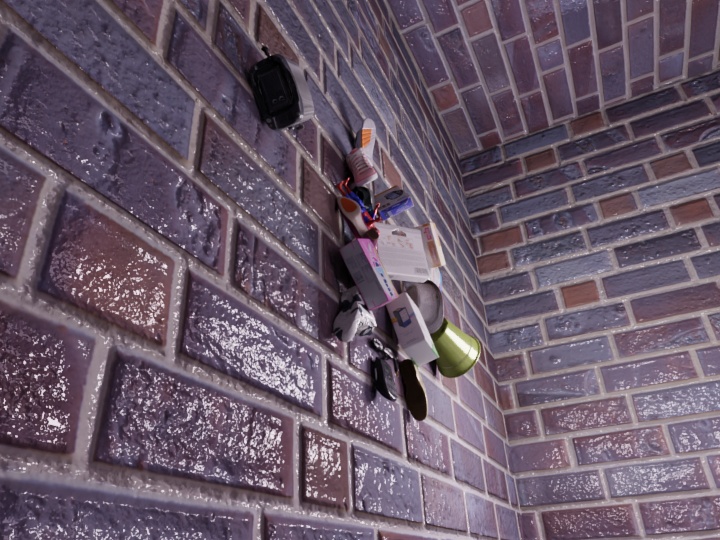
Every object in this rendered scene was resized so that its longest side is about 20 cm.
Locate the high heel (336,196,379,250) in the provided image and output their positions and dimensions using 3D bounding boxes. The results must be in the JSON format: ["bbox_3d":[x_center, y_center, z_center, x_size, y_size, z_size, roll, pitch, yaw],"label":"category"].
[{"bbox_3d":[-0.017,-0.131,1.638,0.201,0.067,0.097,55,-27,25],"label":"high heel"}]

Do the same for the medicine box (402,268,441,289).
[{"bbox_3d":[0.242,0.022,2.145,0.183,0.102,0.201,-78,147,-51],"label":"medicine box"}]

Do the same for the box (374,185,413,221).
[{"bbox_3d":[0.103,-0.228,1.844,0.042,0.118,0.200,65,-1,-26],"label":"box"}]

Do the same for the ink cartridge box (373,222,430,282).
[{"bbox_3d":[0.123,-0.056,1.754,0.198,0.045,0.178,7,63,-33],"label":"ink cartridge box"}]

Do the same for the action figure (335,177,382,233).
[{"bbox_3d":[0.017,-0.200,1.667,0.201,0.098,0.065,58,38,-7],"label":"action figure"}]

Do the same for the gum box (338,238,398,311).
[{"bbox_3d":[0.023,0.004,1.513,0.202,0.066,0.113,63,18,6],"label":"gum box"}]

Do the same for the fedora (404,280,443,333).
[{"bbox_3d":[0.215,0.126,1.972,0.090,0.176,0.203,10,72,-34],"label":"fedora"}]

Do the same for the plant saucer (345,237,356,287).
[{"bbox_3d":[0.000,0.000,1.643,0.200,0.032,0.203,-16,90,-70],"label":"plant saucer"}]

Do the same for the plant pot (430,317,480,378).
[{"bbox_3d":[0.335,0.283,2.126,0.190,0.199,0.201,46,33,-28],"label":"plant pot"}]

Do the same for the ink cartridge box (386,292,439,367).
[{"bbox_3d":[0.170,0.194,1.799,0.146,0.087,0.201,51,16,-48],"label":"ink cartridge box"}]

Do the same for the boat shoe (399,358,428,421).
[{"bbox_3d":[0.183,0.390,1.787,0.065,0.072,0.202,18,54,-64],"label":"boat shoe"}]

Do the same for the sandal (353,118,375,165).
[{"bbox_3d":[0.006,-0.439,1.942,0.079,0.059,0.209,2,94,-51],"label":"sandal"}]

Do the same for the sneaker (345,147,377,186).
[{"bbox_3d":[-0.003,-0.341,1.774,0.200,0.075,0.105,-111,176,-70],"label":"sneaker"}]

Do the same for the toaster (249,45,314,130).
[{"bbox_3d":[-0.194,-0.448,1.355,0.129,0.113,0.202,-45,115,-71],"label":"toaster"}]

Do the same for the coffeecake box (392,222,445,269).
[{"bbox_3d":[0.182,-0.067,1.916,0.073,0.198,0.155,-11,86,-69],"label":"coffeecake box"}]

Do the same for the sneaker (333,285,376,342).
[{"bbox_3d":[-0.005,0.148,1.459,0.130,0.079,0.200,53,18,-26],"label":"sneaker"}]

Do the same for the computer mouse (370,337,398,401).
[{"bbox_3d":[0.075,0.308,1.605,0.140,0.046,0.202,41,27,-49],"label":"computer mouse"}]

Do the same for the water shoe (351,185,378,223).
[{"bbox_3d":[0.010,-0.179,1.771,0.078,0.071,0.202,9,61,-43],"label":"water shoe"}]
